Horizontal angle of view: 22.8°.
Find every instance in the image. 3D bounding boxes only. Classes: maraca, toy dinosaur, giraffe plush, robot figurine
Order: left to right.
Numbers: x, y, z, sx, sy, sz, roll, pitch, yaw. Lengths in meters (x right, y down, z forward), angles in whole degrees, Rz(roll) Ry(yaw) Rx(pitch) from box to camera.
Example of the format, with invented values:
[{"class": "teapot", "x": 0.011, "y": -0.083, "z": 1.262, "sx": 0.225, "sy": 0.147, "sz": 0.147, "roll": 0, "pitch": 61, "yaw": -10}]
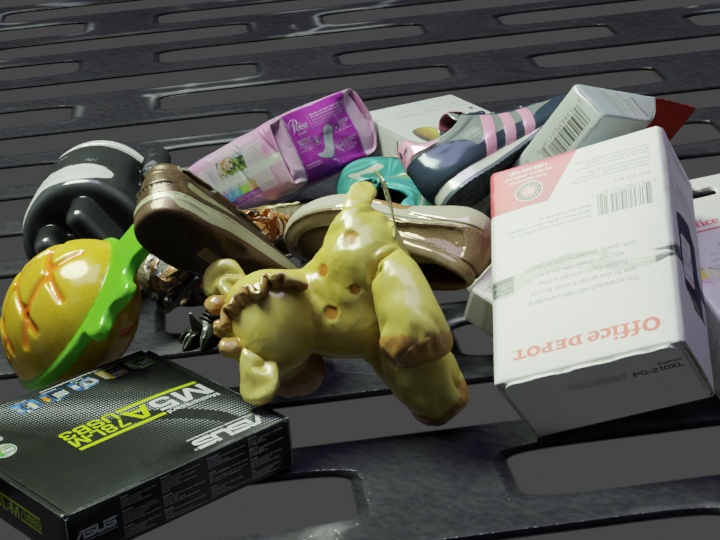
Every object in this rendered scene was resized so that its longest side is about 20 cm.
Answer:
[{"class": "maraca", "x": -0.227, "y": 0.029, "z": 1.462, "sx": 0.200, "sy": 0.106, "sz": 0.138, "roll": -30, "pitch": 38, "yaw": 49}, {"class": "robot figurine", "x": -0.252, "y": -0.047, "z": 1.704, "sx": 0.149, "sy": 0.126, "sz": 0.200, "roll": -2, "pitch": 21, "yaw": 1}, {"class": "toy dinosaur", "x": -0.103, "y": -0.001, "z": 1.527, "sx": 0.199, "sy": 0.137, "sz": 0.102, "roll": -20, "pitch": 24, "yaw": -33}, {"class": "giraffe plush", "x": -0.028, "y": 0.040, "z": 1.363, "sx": 0.161, "sy": 0.201, "sz": 0.173, "roll": -24, "pitch": 25, "yaw": -4}]

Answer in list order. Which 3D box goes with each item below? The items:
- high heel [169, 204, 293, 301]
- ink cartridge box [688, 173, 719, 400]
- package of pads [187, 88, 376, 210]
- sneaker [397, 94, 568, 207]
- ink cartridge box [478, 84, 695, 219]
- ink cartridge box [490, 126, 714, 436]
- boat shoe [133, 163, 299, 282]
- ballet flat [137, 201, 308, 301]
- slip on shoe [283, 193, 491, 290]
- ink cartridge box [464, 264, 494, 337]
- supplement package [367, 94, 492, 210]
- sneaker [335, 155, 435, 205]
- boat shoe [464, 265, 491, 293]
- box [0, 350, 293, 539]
[{"class": "high heel", "x": -0.118, "y": -0.016, "z": 1.671, "sx": 0.141, "sy": 0.072, "sz": 0.200, "roll": 5, "pitch": 23, "yaw": 9}, {"class": "ink cartridge box", "x": 0.297, "y": 0.013, "z": 1.404, "sx": 0.115, "sy": 0.068, "sz": 0.201, "roll": -11, "pitch": 44, "yaw": -18}, {"class": "package of pads", "x": -0.083, "y": -0.109, "z": 1.795, "sx": 0.120, "sy": 0.076, "sz": 0.199, "roll": -27, "pitch": 2, "yaw": -36}, {"class": "sneaker", "x": 0.118, "y": -0.124, "z": 1.607, "sx": 0.082, "sy": 0.070, "sz": 0.199, "roll": 44, "pitch": 50, "yaw": 18}, {"class": "ink cartridge box", "x": 0.216, "y": -0.086, "z": 1.626, "sx": 0.199, "sy": 0.161, "sz": 0.047, "roll": 3, "pitch": 42, "yaw": -47}, {"class": "ink cartridge box", "x": 0.178, "y": 0.009, "z": 1.343, "sx": 0.144, "sy": 0.084, "sz": 0.201, "roll": -15, "pitch": 50, "yaw": 22}, {"class": "boat shoe", "x": -0.101, "y": -0.019, "z": 1.438, "sx": 0.074, "sy": 0.202, "sz": 0.075, "roll": -28, "pitch": 43, "yaw": 20}, {"class": "ballet flat", "x": -0.122, "y": -0.028, "z": 1.615, "sx": 0.199, "sy": 0.047, "sz": 0.067, "roll": -27, "pitch": -5, "yaw": -37}, {"class": "slip on shoe", "x": 0.018, "y": -0.015, "z": 1.494, "sx": 0.198, "sy": 0.076, "sz": 0.061, "roll": 5, "pitch": 50, "yaw": 26}, {"class": "ink cartridge box", "x": 0.211, "y": 0.013, "z": 1.476, "sx": 0.175, "sy": 0.045, "sz": 0.200, "roll": 32, "pitch": 53, "yaw": 19}, {"class": "supplement package", "x": 0.093, "y": -0.090, "z": 1.749, "sx": 0.113, "sy": 0.111, "sz": 0.200, "roll": -14, "pitch": 23, "yaw": -23}, {"class": "sneaker", "x": 0.025, "y": -0.068, "z": 1.650, "sx": 0.079, "sy": 0.078, "sz": 0.200, "roll": 19, "pitch": 6, "yaw": -30}, {"class": "boat shoe", "x": 0.184, "y": -0.013, "z": 1.587, "sx": 0.199, "sy": 0.074, "sz": 0.063, "roll": -21, "pitch": 30, "yaw": -19}, {"class": "box", "x": -0.184, "y": 0.132, "z": 1.327, "sx": 0.199, "sy": 0.048, "sz": 0.192, "roll": -21, "pitch": 24, "yaw": -35}]
